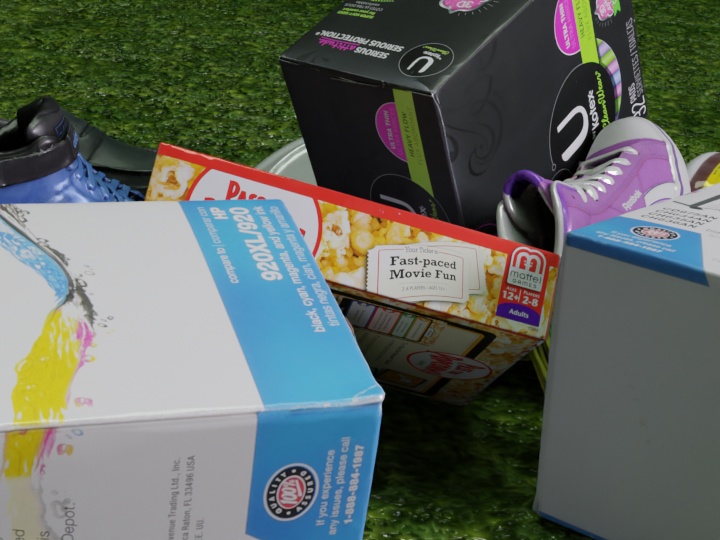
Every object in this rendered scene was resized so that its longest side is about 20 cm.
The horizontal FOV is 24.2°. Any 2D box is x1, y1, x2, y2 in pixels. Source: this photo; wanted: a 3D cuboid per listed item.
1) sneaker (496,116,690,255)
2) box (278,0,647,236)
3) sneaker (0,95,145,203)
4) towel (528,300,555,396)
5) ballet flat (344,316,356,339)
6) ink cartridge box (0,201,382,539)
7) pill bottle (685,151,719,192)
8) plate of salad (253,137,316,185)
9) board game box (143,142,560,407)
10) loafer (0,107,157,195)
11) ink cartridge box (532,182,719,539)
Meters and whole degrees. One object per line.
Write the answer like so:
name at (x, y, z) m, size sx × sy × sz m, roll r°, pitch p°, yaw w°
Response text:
sneaker at (0.133, -0.041, 0.971) m, size 0.072 × 0.114 × 0.202 m, roll -24°, pitch 35°, yaw 33°
box at (0.070, -0.114, 1.045) m, size 0.123 × 0.150 × 0.200 m, roll 18°, pitch 48°, yaw 38°
sneaker at (-0.176, -0.053, 1.073) m, size 0.197 × 0.113 × 0.077 m, roll -1°, pitch 19°, yaw -15°
towel at (0.162, 0.041, 0.912) m, size 0.018 × 0.087 × 0.199 m, roll -25°, pitch -5°, yaw 43°
ballet flat at (-0.094, 0.035, 0.795) m, size 0.197 × 0.068 × 0.068 m, roll 4°, pitch 18°, yaw 1°
ink cartridge box at (-0.114, 0.072, 0.607) m, size 0.198 × 0.149 × 0.145 m, roll -2°, pitch 32°, yaw -19°
pill bottle at (0.284, -0.001, 1.010) m, size 0.198 × 0.111 × 0.109 m, roll 16°, pitch 23°, yaw 32°
plate of salad at (0.001, -0.043, 1.147) m, size 0.198 × 0.048 × 0.201 m, roll -10°, pitch 36°, yaw 7°
board game box at (-0.018, 0.009, 0.842) m, size 0.198 × 0.047 × 0.152 m, roll 16°, pitch -19°, yaw -8°
loafer at (-0.216, -0.083, 1.218) m, size 0.198 × 0.071 × 0.068 m, roll 4°, pitch 19°, yaw 1°
ink cartridge box at (0.203, 0.047, 0.800) m, size 0.146 × 0.146 × 0.199 m, roll 17°, pitch 22°, yaw 37°
